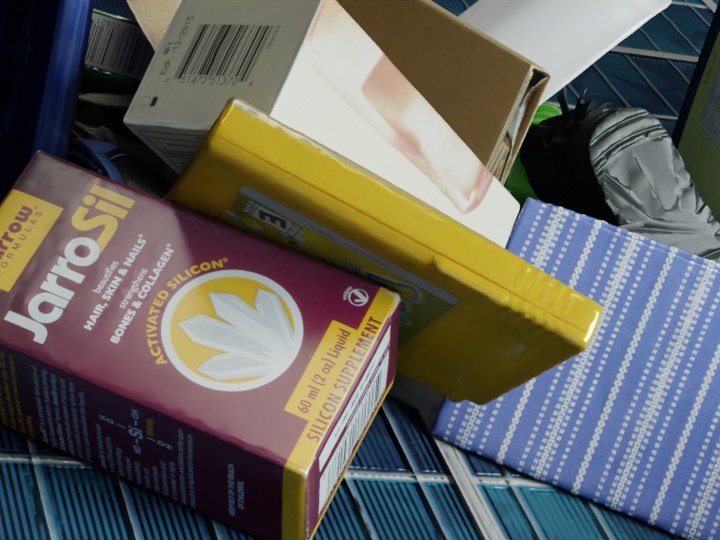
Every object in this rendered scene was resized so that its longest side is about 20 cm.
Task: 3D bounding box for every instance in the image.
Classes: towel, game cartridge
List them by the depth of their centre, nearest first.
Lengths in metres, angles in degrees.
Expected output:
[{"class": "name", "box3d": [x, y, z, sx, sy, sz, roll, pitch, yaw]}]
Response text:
[{"class": "game cartridge", "box3d": [0.000, 0.000, 1.041, 0.200, 0.176, 0.033, 30, 71, -6]}, {"class": "towel", "box3d": [0.155, 0.058, 1.134, 0.199, 0.145, 0.024, 21, -8, 11]}]

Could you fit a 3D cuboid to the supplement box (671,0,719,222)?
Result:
[{"class": "supplement box", "box3d": [0.352, -0.081, 1.482, 0.199, 0.135, 0.200, 7, 28, -18]}]

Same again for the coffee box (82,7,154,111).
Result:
[{"class": "coffee box", "box3d": [-0.209, -0.144, 1.336, 0.199, 0.044, 0.123, 16, -9, 2]}]

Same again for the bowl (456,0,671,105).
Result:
[{"class": "bowl", "box3d": [0.091, -0.133, 1.338, 0.075, 0.200, 0.200, 52, 4, -1]}]

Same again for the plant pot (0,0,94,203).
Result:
[{"class": "plant pot", "box3d": [-0.248, -0.119, 1.176, 0.199, 0.201, 0.180, 13, 20, -5]}]

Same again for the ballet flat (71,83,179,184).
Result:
[{"class": "ballet flat", "box3d": [-0.114, -0.061, 1.269, 0.199, 0.073, 0.073, 26, 29, 19]}]

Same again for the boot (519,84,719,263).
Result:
[{"class": "boot", "box3d": [0.165, -0.017, 1.298, 0.073, 0.199, 0.162, -27, 6, -8]}]

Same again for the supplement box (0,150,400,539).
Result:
[{"class": "supplement box", "box3d": [-0.093, 0.038, 1.028, 0.199, 0.086, 0.111, 22, 58, 11]}]

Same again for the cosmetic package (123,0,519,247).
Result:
[{"class": "cosmetic package", "box3d": [-0.015, -0.055, 1.104, 0.103, 0.088, 0.200, 7, -27, 39]}]

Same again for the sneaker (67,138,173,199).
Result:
[{"class": "sneaker", "box3d": [-0.098, -0.005, 1.178, 0.078, 0.070, 0.200, -3, 39, -38]}]

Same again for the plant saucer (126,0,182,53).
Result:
[{"class": "plant saucer", "box3d": [-0.078, -0.118, 1.225, 0.201, 0.035, 0.200, 57, 6, -9]}]

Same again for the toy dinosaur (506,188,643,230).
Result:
[{"class": "toy dinosaur", "box3d": [0.085, 0.036, 1.228, 0.199, 0.105, 0.182, -16, 35, 18]}]

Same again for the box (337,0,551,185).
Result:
[{"class": "box", "box3d": [0.014, -0.082, 1.254, 0.021, 0.164, 0.200, 11, 18, -41]}]

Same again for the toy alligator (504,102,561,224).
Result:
[{"class": "toy alligator", "box3d": [0.114, -0.070, 1.423, 0.059, 0.054, 0.200, 18, 27, 4]}]
